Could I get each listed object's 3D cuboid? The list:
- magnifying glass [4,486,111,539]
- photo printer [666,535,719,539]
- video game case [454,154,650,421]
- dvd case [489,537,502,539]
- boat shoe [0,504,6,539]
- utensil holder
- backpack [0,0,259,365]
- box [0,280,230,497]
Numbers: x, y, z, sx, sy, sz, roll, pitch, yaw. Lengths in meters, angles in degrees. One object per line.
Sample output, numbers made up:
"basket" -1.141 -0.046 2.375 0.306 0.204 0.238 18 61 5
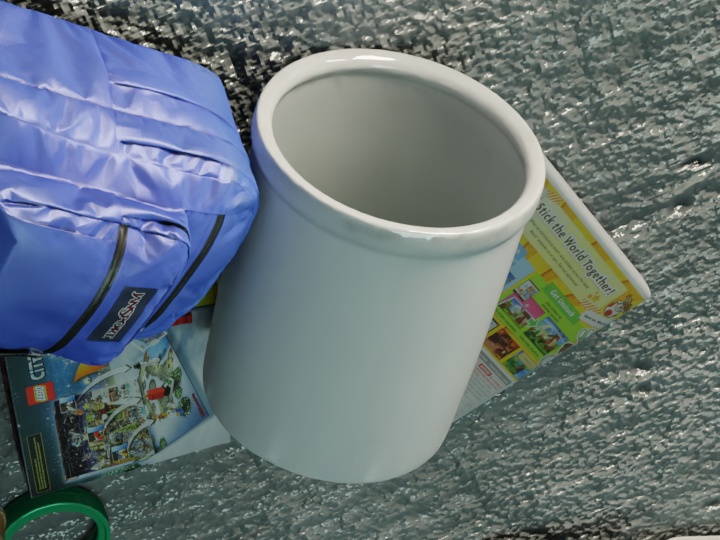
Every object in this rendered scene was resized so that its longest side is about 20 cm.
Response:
"magnifying glass" -0.204 0.216 1.676 0.079 0.022 0.200 -18 138 -8
"photo printer" 0.282 0.284 1.951 0.199 0.070 0.167 2 134 -27
"video game case" 0.075 0.012 1.589 0.182 0.023 0.200 -33 139 10
"dvd case" 0.153 0.294 1.883 0.150 0.025 0.200 13 135 1
"boat shoe" -0.319 0.163 1.520 0.199 0.068 0.075 -4 136 -23
"utensil holder" 0.000 0.000 1.412 0.170 0.170 0.200 -3 132 -24
"backpack" -0.159 -0.033 1.314 0.200 0.168 0.163 10 136 -39
"box" -0.155 0.050 1.502 0.136 0.038 0.200 -14 139 -12
